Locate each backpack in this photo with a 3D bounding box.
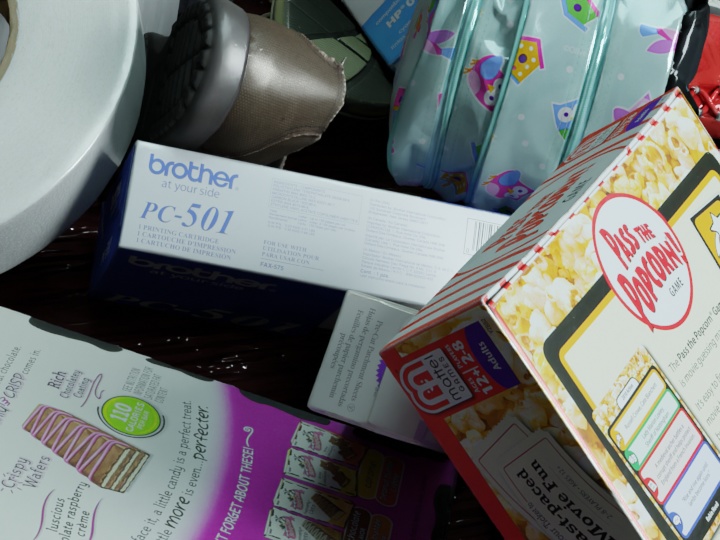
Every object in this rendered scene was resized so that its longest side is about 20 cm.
[{"bbox_3d":[0.078,-0.081,0.925,0.126,0.168,0.200,10,14,1],"label":"backpack"}]

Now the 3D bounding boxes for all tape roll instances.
[{"bbox_3d":[-0.182,-0.081,0.855,0.201,0.037,0.204,0,63,0],"label":"tape roll"}]

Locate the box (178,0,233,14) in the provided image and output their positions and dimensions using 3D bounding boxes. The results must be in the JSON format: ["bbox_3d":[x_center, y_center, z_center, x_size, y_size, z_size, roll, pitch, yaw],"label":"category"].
[{"bbox_3d":[-0.162,-0.195,1.180,0.199,0.036,0.143,14,29,-12],"label":"box"}]

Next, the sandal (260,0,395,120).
[{"bbox_3d":[-0.026,-0.102,1.082,0.080,0.057,0.201,45,6,-13],"label":"sandal"}]

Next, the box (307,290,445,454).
[{"bbox_3d":[0.021,0.040,0.772,0.038,0.042,0.200,18,-5,10],"label":"box"}]

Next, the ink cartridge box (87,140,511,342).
[{"bbox_3d":[0.000,0.000,0.870,0.199,0.045,0.094,11,-15,-12],"label":"ink cartridge box"}]

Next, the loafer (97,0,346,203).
[{"bbox_3d":[-0.057,-0.056,0.896,0.071,0.074,0.200,16,-6,-16],"label":"loafer"}]

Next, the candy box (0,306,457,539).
[{"bbox_3d":[-0.076,0.086,0.711,0.199,0.061,0.137,20,27,-1],"label":"candy box"}]

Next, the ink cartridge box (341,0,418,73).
[{"bbox_3d":[0.038,-0.143,1.128,0.115,0.068,0.200,37,14,-38],"label":"ink cartridge box"}]

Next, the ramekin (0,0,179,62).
[{"bbox_3d":[-0.172,-0.141,1.006,0.199,0.106,0.201,14,29,-8],"label":"ramekin"}]

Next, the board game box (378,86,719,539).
[{"bbox_3d":[0.109,0.063,0.696,0.201,0.046,0.151,56,40,-7],"label":"board game box"}]

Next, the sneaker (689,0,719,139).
[{"bbox_3d":[0.204,-0.095,1.188,0.199,0.077,0.085,-5,41,-36],"label":"sneaker"}]
